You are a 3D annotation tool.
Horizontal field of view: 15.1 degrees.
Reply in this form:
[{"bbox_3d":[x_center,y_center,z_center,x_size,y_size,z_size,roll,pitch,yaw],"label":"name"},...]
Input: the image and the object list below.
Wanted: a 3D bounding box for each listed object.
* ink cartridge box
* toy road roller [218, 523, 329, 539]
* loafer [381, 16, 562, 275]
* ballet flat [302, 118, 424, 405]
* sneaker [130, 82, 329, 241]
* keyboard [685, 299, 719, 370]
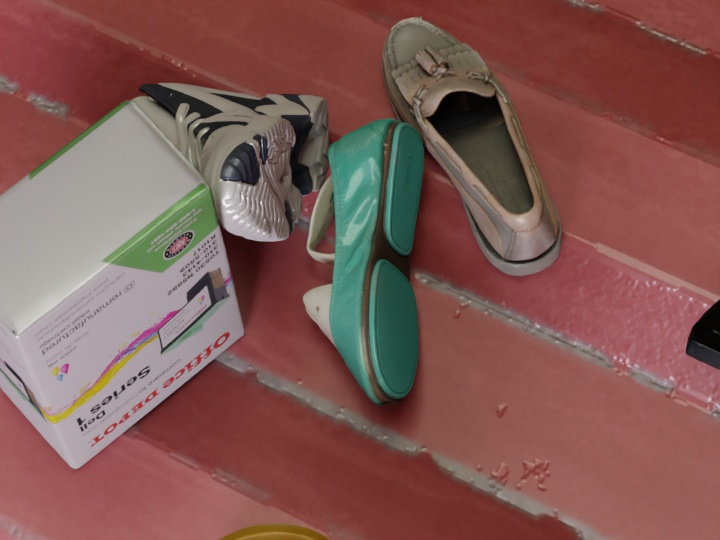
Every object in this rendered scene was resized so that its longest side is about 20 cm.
[{"bbox_3d":[-0.155,0.013,1.622,0.145,0.200,0.084,-39,67,-14],"label":"ink cartridge box"},{"bbox_3d":[-0.040,0.244,1.547,0.122,0.146,0.202,-10,98,1],"label":"toy road roller"},{"bbox_3d":[0.072,-0.091,1.727,0.072,0.063,0.201,-25,62,-7],"label":"loafer"},{"bbox_3d":[0.000,0.000,1.695,0.070,0.067,0.201,-13,58,28],"label":"ballet flat"},{"bbox_3d":[-0.100,-0.068,1.680,0.129,0.080,0.199,1,20,12],"label":"sneaker"},{"bbox_3d":[0.281,0.085,1.617,0.199,0.040,0.104,25,29,20],"label":"keyboard"}]
